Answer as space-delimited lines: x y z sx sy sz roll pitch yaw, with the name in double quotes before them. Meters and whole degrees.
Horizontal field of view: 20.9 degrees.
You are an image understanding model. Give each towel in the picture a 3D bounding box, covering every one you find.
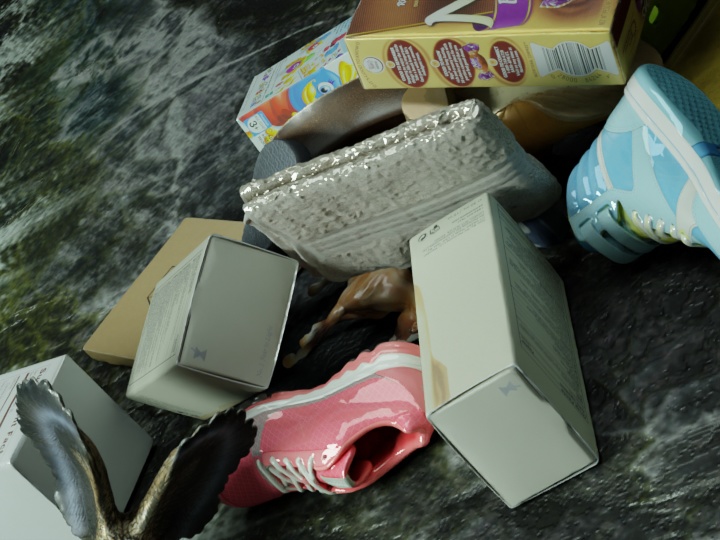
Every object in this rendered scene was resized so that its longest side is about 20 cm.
"towel" 0.026 -0.051 1.370 0.200 0.133 0.035 -21 57 23

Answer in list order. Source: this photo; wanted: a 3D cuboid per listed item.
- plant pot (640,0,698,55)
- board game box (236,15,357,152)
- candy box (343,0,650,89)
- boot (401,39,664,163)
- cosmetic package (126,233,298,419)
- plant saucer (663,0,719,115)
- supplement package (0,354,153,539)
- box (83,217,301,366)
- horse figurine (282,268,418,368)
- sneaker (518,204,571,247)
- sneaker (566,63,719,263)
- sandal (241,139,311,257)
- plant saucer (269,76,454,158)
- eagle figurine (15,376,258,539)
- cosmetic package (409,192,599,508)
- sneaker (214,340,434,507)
"plant pot" 0.176 -0.272 1.553 0.181 0.200 0.199 -35 29 -2
"board game box" 0.010 -0.157 1.665 0.200 0.103 0.105 -29 20 21
"candy box" 0.100 -0.188 1.390 0.200 0.056 0.117 0 48 25
"boot" 0.135 -0.116 1.460 0.201 0.144 0.071 -9 72 14
"cosmetic package" -0.116 0.047 1.477 0.200 0.073 0.104 152 133 -70
"plant saucer" 0.286 -0.144 1.391 0.200 0.048 0.200 5 52 52
"supplement package" -0.289 0.166 1.578 0.200 0.117 0.117 -17 37 36
"box" -0.140 0.021 1.698 0.200 0.021 0.164 5 53 53
"horse figurine" 0.000 0.000 1.532 0.132 0.050 0.200 -33 32 26
"sneaker" 0.059 -0.032 1.458 0.200 0.070 0.082 13 67 32
"sneaker" 0.211 -0.032 1.313 0.131 0.079 0.200 -53 40 28
"sandal" -0.062 -0.033 1.530 0.200 0.043 0.076 111 150 -52
"plant saucer" 0.021 -0.106 1.552 0.200 0.200 0.032 -29 71 21
"eagle figurine" -0.163 0.169 1.356 0.151 0.152 0.200 16 103 42
"cosmetic package" 0.092 0.050 1.299 0.071 0.105 0.200 -32 29 18
"sneaker" -0.030 0.124 1.373 0.200 0.074 0.087 -31 35 21
